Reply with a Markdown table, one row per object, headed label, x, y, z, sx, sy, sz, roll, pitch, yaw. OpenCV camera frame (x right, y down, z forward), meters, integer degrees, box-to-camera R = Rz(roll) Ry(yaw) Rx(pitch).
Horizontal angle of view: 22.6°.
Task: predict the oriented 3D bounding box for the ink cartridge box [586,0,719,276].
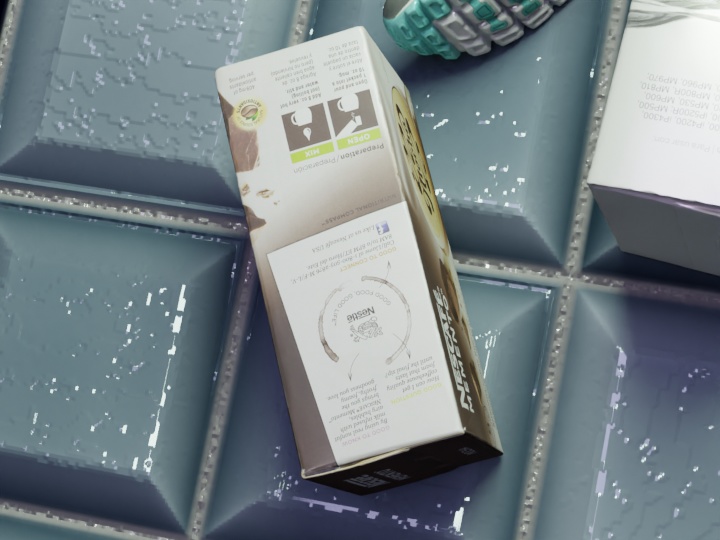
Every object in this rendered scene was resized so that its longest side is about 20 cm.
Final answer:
| label | x | y | z | sx | sy | sz | roll | pitch | yaw |
| --- | --- | --- | --- | --- | --- | --- | --- | --- | --- |
| ink cartridge box | 0.172 | -0.108 | 0.831 | 0.083 | 0.147 | 0.200 | 12 | 81 | 16 |

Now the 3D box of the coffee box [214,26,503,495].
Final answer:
| label | x | y | z | sx | sy | sz | roll | pitch | yaw |
| --- | --- | --- | --- | --- | --- | --- | --- | --- | --- |
| coffee box | 0.000 | 0.000 | 0.868 | 0.080 | 0.113 | 0.200 | -16 | 75 | 10 |

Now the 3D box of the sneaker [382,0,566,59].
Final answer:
| label | x | y | z | sx | sy | sz | roll | pitch | yaw |
| --- | --- | --- | --- | --- | --- | --- | --- | --- | --- |
| sneaker | 0.085 | -0.190 | 0.918 | 0.200 | 0.078 | 0.091 | -39 | 57 | 0 |
